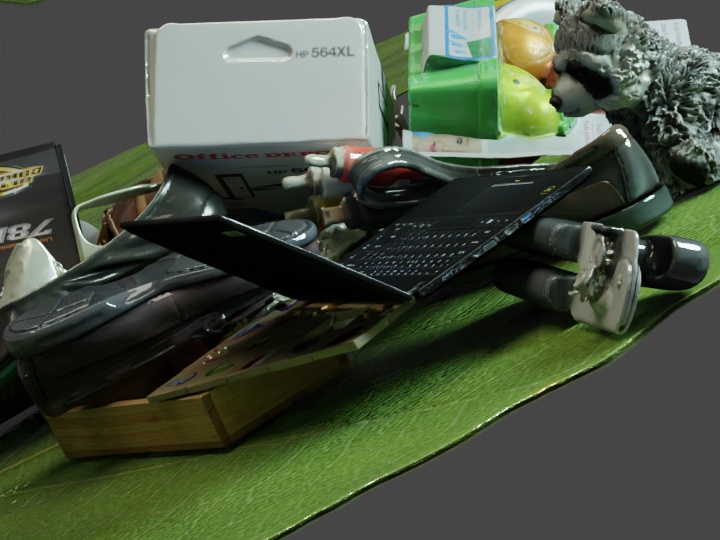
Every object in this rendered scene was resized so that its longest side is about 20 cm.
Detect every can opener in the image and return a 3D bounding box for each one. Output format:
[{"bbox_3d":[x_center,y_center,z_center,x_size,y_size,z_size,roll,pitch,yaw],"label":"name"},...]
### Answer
[{"bbox_3d":[0.121,0.001,1.275,0.066,0.053,0.200,9,2,-17],"label":"can opener"}]

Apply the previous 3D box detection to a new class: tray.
[{"bbox_3d":[-0.101,0.073,1.441,0.098,0.037,0.200,-32,11,-32],"label":"tray"}]

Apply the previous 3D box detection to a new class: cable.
[{"bbox_3d":[0.052,-0.063,1.500,0.199,0.051,0.097,-10,-24,-20],"label":"cable"}]

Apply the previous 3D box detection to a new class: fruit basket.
[{"bbox_3d":[0.127,-0.129,1.601,0.198,0.094,0.186,-6,33,6],"label":"fruit basket"}]

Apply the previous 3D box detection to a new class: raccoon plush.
[{"bbox_3d":[0.202,-0.133,1.479,0.199,0.135,0.097,-31,11,-32],"label":"raccoon plush"}]

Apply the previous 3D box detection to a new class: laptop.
[{"bbox_3d":[-0.006,-0.038,1.339,0.199,0.104,0.177,-35,13,-19],"label":"laptop"}]

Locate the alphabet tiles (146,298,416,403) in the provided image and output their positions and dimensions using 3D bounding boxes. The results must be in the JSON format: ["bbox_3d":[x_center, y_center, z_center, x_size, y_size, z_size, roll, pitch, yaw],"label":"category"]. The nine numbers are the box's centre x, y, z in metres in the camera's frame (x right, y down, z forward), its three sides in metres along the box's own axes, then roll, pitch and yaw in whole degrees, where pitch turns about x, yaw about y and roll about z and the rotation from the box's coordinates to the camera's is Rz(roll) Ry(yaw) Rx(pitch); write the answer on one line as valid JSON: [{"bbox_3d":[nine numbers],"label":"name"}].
[{"bbox_3d":[-0.008,0.017,1.384,0.167,0.008,0.200,-17,13,41],"label":"alphabet tiles"}]

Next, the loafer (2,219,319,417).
[{"bbox_3d":[-0.114,0.028,1.446,0.199,0.063,0.072,-20,16,-6],"label":"loafer"}]

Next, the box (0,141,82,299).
[{"bbox_3d":[-0.290,-0.004,1.673,0.198,0.050,0.199,-13,33,-6],"label":"box"}]

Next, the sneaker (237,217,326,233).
[{"bbox_3d":[-0.061,-0.049,1.750,0.200,0.077,0.079,-42,-20,-39],"label":"sneaker"}]

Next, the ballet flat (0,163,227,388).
[{"bbox_3d":[-0.176,0.000,1.508,0.199,0.069,0.068,-34,-4,-18],"label":"ballet flat"}]

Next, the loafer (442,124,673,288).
[{"bbox_3d":[0.098,-0.039,1.457,0.199,0.063,0.072,-17,11,39],"label":"loafer"}]

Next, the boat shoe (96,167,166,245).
[{"bbox_3d":[-0.150,-0.020,1.671,0.070,0.071,0.200,-35,7,4],"label":"boat shoe"}]

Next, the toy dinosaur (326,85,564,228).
[{"bbox_3d":[0.063,-0.077,1.697,0.182,0.105,0.200,-47,27,-16],"label":"toy dinosaur"}]

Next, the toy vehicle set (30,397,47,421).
[{"bbox_3d":[-0.150,0.043,1.570,0.124,0.027,0.200,-34,-2,-18],"label":"toy vehicle set"}]

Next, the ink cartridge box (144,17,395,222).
[{"bbox_3d":[-0.056,-0.096,1.594,0.145,0.085,0.200,-2,-12,6],"label":"ink cartridge box"}]

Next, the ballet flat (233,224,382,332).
[{"bbox_3d":[0.000,0.000,1.540,0.200,0.072,0.072,-35,14,-37],"label":"ballet flat"}]

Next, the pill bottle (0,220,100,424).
[{"bbox_3d":[-0.267,0.049,1.736,0.199,0.117,0.116,-31,11,-31],"label":"pill bottle"}]

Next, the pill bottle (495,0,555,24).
[{"bbox_3d":[0.112,-0.158,1.899,0.111,0.113,0.200,-27,10,-14],"label":"pill bottle"}]
